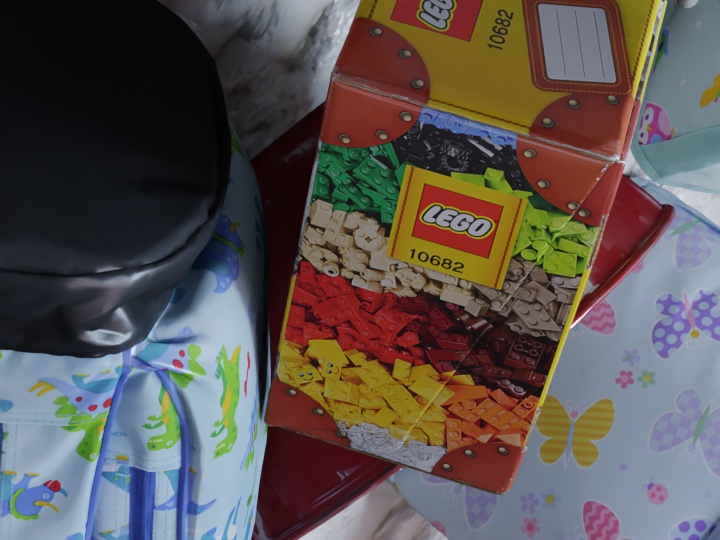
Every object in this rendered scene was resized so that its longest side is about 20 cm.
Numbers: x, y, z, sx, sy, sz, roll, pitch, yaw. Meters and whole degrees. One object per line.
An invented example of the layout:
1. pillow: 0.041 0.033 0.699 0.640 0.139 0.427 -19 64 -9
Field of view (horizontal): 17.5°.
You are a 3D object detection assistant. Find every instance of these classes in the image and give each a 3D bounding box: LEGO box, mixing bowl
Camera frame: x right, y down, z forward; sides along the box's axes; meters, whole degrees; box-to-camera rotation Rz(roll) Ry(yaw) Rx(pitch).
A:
1. LEGO box: 0.042 -0.061 0.685 0.149 0.077 0.200 103 5 -49
2. mixing bowl: 0.000 0.000 0.826 0.200 0.109 0.200 -39 -177 3

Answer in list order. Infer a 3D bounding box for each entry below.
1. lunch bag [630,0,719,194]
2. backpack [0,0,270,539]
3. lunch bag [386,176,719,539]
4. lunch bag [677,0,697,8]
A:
1. lunch bag: 0.225 -0.110 1.021 0.200 0.122 0.170 -36 -166 -32
2. backpack: -0.087 0.034 0.690 0.163 0.153 0.200 -91 -159 -55
3. lunch bag: 0.142 0.078 1.138 0.200 0.169 0.127 -55 153 4
4. lunch bag: 0.090 -0.187 0.570 0.200 0.168 0.139 -49 164 6
